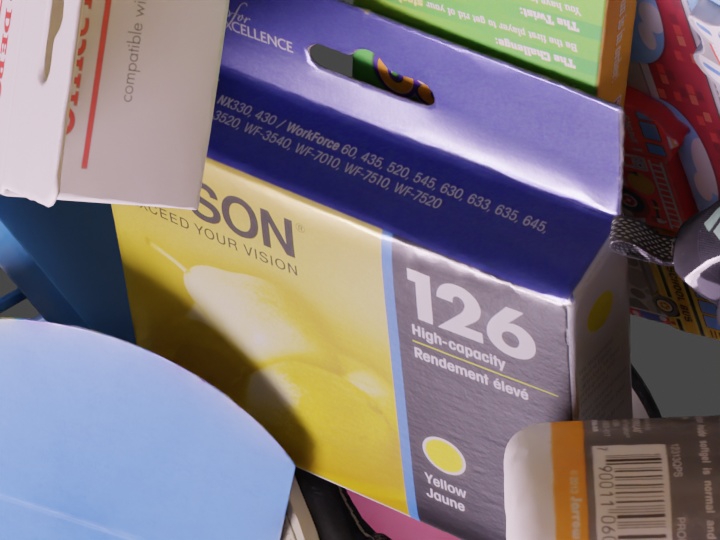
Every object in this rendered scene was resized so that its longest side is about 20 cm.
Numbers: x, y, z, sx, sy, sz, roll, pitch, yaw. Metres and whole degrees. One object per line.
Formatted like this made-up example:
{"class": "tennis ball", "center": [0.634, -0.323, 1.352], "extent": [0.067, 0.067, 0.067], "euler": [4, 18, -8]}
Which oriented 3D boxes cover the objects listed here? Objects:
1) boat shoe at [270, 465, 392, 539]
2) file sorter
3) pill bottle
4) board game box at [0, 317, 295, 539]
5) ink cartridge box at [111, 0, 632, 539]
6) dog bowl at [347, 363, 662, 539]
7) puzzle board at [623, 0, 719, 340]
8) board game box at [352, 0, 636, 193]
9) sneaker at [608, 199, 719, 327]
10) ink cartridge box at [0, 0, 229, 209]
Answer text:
{"class": "boat shoe", "center": [0.005, 0.135, 1.032], "extent": [0.200, 0.068, 0.072], "euler": [64, 152, 24]}
{"class": "file sorter", "center": [-0.170, -0.008, 1.088], "extent": [0.123, 0.139, 0.200], "euler": [-28, 124, 13]}
{"class": "pill bottle", "center": [0.146, 0.102, 0.862], "extent": [0.200, 0.117, 0.116], "euler": [-2, 146, 3]}
{"class": "board game box", "center": [-0.104, 0.083, 1.048], "extent": [0.158, 0.039, 0.200], "euler": [17, 132, 5]}
{"class": "ink cartridge box", "center": [0.000, 0.000, 0.942], "extent": [0.197, 0.047, 0.200], "euler": [23, 142, 28]}
{"class": "dog bowl", "center": [0.020, 0.062, 1.110], "extent": [0.200, 0.074, 0.200], "euler": [26, 151, 16]}
{"class": "puzzle board", "center": [0.097, -0.040, 0.923], "extent": [0.151, 0.017, 0.200], "euler": [14, 146, 34]}
{"class": "board game box", "center": [0.041, -0.097, 0.853], "extent": [0.095, 0.030, 0.200], "euler": [30, 145, 21]}
{"class": "sneaker", "center": [0.136, -0.023, 0.815], "extent": [0.140, 0.078, 0.200], "euler": [-1, 138, 28]}
{"class": "ink cartridge box", "center": [-0.094, -0.084, 0.879], "extent": [0.068, 0.116, 0.200], "euler": [5, -173, -25]}
